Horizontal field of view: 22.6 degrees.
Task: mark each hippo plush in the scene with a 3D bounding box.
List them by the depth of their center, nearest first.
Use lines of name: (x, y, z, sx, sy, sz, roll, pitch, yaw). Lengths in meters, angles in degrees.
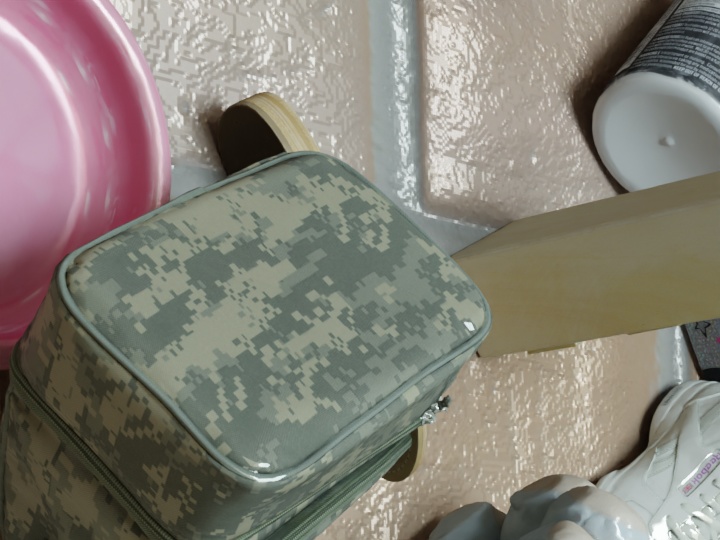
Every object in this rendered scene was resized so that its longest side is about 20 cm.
hippo plush: (0.089, 0.211, 0.903, 0.200, 0.159, 0.161, -34, 98, -45)

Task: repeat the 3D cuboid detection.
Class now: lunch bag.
lunch bag: (-0.059, 0.061, 0.795, 0.139, 0.168, 0.200, 45, 41, 12)

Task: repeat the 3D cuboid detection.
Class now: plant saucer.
plant saucer: (-0.175, -0.054, 0.789, 0.200, 0.051, 0.201, 11, 74, -43)

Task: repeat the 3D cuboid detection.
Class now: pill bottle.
pill bottle: (0.239, -0.134, 1.177, 0.200, 0.106, 0.106, -49, 115, -39)

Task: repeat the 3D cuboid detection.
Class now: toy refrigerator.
toy refrigerator: (0.152, -0.003, 0.994, 0.076, 0.200, 0.070, -29, 102, -45)

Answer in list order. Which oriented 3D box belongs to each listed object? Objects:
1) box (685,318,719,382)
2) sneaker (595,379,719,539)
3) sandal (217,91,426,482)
box: (0.301, 0.043, 1.193, 0.132, 0.115, 0.200, -30, 101, -43)
sneaker: (0.202, 0.134, 1.085, 0.075, 0.100, 0.200, 55, 50, -24)
sandal: (0.003, -0.001, 0.935, 0.070, 0.078, 0.212, -29, 97, -38)
